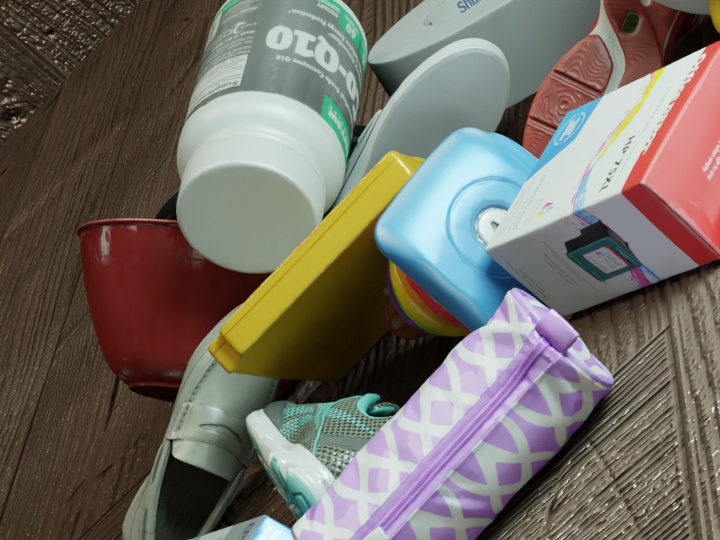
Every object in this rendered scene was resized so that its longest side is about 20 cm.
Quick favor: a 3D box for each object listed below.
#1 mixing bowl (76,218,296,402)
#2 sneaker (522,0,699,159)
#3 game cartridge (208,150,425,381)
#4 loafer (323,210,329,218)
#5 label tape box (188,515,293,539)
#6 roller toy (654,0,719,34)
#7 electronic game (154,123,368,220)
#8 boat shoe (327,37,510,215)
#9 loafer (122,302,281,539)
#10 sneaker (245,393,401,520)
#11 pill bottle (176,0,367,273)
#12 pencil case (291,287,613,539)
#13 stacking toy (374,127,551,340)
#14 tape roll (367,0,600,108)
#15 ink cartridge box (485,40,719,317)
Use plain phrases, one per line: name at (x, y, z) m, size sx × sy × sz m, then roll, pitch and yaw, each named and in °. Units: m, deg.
mixing bowl at (-0.110, 0.037, 1.942) m, size 0.200 × 0.200 × 0.109 m, roll 166°, pitch 115°, yaw -65°
sneaker at (0.174, -0.126, 1.754) m, size 0.200 × 0.078 × 0.115 m, roll -63°, pitch -19°, yaw 4°
game cartridge at (0.000, 0.000, 1.775) m, size 0.176 × 0.032 × 0.200 m, roll -46°, pitch -18°, yaw 11°
loafer at (0.017, -0.041, 1.944) m, size 0.200 × 0.068 × 0.070 m, roll -29°, pitch 17°, yaw 44°
label tape box at (-0.084, 0.218, 1.606) m, size 0.200 × 0.066 × 0.143 m, roll -28°, pitch 26°, yaw 57°
roller toy at (0.227, -0.245, 1.627) m, size 0.200 × 0.182 × 0.140 m, roll -53°, pitch 16°, yaw -14°
electronic game at (-0.058, -0.051, 2.027) m, size 0.200 × 0.042 × 0.200 m, roll -18°, pitch -22°, yaw -8°
boat shoe at (0.030, -0.086, 1.838) m, size 0.200 × 0.073 × 0.065 m, roll -51°, pitch 25°, yaw 30°
loafer at (-0.099, 0.117, 1.850) m, size 0.200 × 0.070 × 0.070 m, roll -67°, pitch 19°, yaw 12°
sneaker at (-0.012, 0.111, 1.686) m, size 0.091 × 0.078 × 0.200 m, roll -29°, pitch 13°, yaw -5°
pill bottle at (-0.061, -0.096, 1.852) m, size 0.113 × 0.113 × 0.200 m, roll -39°, pitch 26°, yaw 33°
pencil case at (0.046, 0.101, 1.478) m, size 0.200 × 0.084 × 0.085 m, roll -49°, pitch -19°, yaw 5°
stacking toy at (0.055, 0.004, 1.709) m, size 0.110 × 0.116 × 0.200 m, roll -49°, pitch 0°, yaw -23°
tape roll at (0.105, -0.173, 1.926) m, size 0.200 × 0.066 × 0.200 m, roll -32°, pitch 13°, yaw 8°
ink cartridge box at (0.170, -0.055, 1.548) m, size 0.200 × 0.067 × 0.116 m, roll -25°, pitch 28°, yaw 56°
